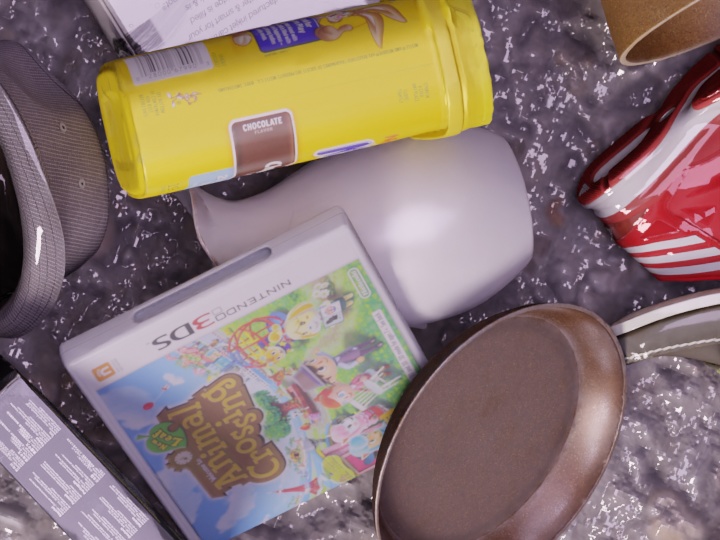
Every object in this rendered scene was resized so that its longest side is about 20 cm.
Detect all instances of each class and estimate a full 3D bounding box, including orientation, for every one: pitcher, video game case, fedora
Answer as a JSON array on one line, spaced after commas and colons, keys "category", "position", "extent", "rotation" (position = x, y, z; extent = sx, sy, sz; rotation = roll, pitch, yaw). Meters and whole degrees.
[{"category": "pitcher", "position": [0.000, 0.000, 1.737], "extent": [0.200, 0.121, 0.172], "rotation": [-14, 125, -10]}, {"category": "video game case", "position": [-0.055, 0.069, 1.687], "extent": [0.182, 0.022, 0.200], "rotation": [-26, 136, 3]}, {"category": "fedora", "position": [-0.213, -0.065, 1.673], "extent": [0.090, 0.177, 0.200], "rotation": [-25, 89, -40]}]

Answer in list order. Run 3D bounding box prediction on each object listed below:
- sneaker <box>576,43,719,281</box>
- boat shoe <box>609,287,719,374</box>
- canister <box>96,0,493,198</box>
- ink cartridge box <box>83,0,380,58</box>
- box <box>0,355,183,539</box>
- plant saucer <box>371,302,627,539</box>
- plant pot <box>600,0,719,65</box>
[{"category": "sneaker", "position": [0.243, -0.072, 1.803], "extent": [0.200, 0.078, 0.116], "rotation": [-38, 109, 8]}, {"category": "boat shoe", "position": [0.252, 0.036, 1.805], "extent": [0.201, 0.072, 0.060], "rotation": [-12, 89, -16]}, {"category": "canister", "position": [-0.041, -0.100, 1.614], "extent": [0.200, 0.149, 0.087], "rotation": [-13, 94, -10]}, {"category": "ink cartridge box", "position": [-0.090, -0.180, 1.717], "extent": [0.147, 0.083, 0.200], "rotation": [-32, 98, -10]}, {"category": "box", "position": [-0.153, 0.138, 1.675], "extent": [0.049, 0.161, 0.200], "rotation": [-44, 100, -8]}, {"category": "plant saucer", "position": [0.079, 0.104, 1.746], "extent": [0.200, 0.032, 0.201], "rotation": [-23, 130, -30]}, {"category": "plant pot", "position": [0.201, -0.255, 1.743], "extent": [0.186, 0.186, 0.200], "rotation": [-24, 84, -11]}]
